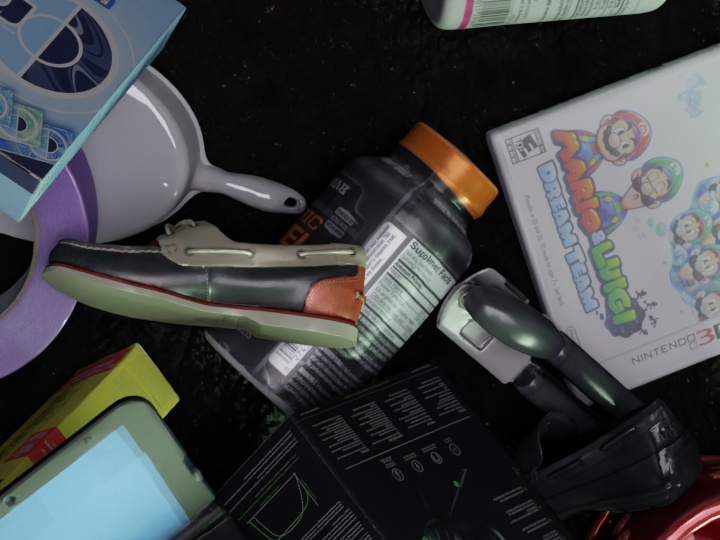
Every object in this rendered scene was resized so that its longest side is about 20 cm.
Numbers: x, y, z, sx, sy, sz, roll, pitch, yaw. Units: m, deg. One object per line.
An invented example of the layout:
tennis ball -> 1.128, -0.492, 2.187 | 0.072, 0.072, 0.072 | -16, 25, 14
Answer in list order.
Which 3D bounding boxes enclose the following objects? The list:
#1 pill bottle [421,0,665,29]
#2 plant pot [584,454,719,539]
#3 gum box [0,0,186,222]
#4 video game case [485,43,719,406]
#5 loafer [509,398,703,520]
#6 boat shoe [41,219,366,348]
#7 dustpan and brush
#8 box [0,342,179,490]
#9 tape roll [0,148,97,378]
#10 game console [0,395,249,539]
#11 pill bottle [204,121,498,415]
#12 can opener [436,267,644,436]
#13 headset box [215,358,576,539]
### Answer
pill bottle -> 0.140, -0.219, 1.655 | 0.198, 0.113, 0.114 | -6, 99, -11
plant pot -> 0.240, 0.221, 1.699 | 0.199, 0.182, 0.202 | -2, 98, -11
gum box -> -0.222, -0.143, 1.550 | 0.169, 0.200, 0.045 | 34, 132, -2
video game case -> 0.198, -0.031, 1.737 | 0.181, 0.024, 0.201 | -21, 102, -7
loafer -> 0.131, 0.126, 1.680 | 0.068, 0.200, 0.071 | -36, 105, -49
boat shoe -> -0.093, 0.001, 1.571 | 0.199, 0.071, 0.063 | 9, 79, -7
dustpan and brush -> -0.129, -0.065, 1.662 | 0.199, 0.057, 0.140 | 18, 106, -6
box -> -0.200, 0.127, 1.603 | 0.050, 0.075, 0.200 | 55, 47, -12
tape roll -> -0.266, -0.029, 1.606 | 0.199, 0.066, 0.202 | 0, 106, -1
game console -> -0.149, 0.207, 1.497 | 0.200, 0.118, 0.171 | -38, 70, -7
pill bottle -> 0.000, 0.000, 1.662 | 0.106, 0.106, 0.200 | 42, 88, -13
can opener -> 0.130, 0.073, 1.683 | 0.053, 0.067, 0.200 | -47, 118, 6
headset box -> 0.037, 0.174, 1.607 | 0.200, 0.174, 0.093 | 51, 122, 13
